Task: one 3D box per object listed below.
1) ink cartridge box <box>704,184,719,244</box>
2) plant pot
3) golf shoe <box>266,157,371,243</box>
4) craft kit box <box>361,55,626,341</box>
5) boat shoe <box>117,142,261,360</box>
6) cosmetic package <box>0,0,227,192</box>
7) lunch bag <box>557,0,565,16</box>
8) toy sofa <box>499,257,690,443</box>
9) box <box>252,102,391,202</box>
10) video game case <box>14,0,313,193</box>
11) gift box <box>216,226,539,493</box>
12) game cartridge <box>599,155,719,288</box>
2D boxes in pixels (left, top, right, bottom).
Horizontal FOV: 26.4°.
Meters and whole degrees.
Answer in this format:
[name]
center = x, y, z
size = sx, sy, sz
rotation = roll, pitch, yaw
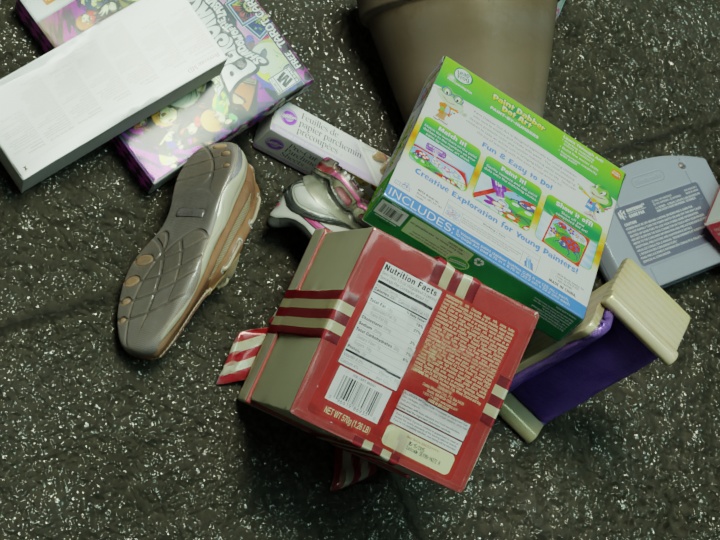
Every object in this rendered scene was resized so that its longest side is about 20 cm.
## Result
[ink cartridge box]
center = 0.469, -0.033, 1.634
size = 0.200, 0.083, 0.145
rotation = 48, 46, -19
[plant pot]
center = 0.104, -0.202, 1.462
size = 0.200, 0.200, 0.174
rotation = -6, 87, -34
[golf shoe]
center = 0.000, 0.000, 1.372
size = 0.092, 0.073, 0.200
rotation = -40, 100, -4
[craft kit box]
center = 0.120, -0.065, 1.320
size = 0.200, 0.049, 0.198
rotation = 32, 49, -8
[boat shoe]
center = -0.133, -0.010, 1.277
size = 0.072, 0.076, 0.200
rotation = 48, 60, -46
[cosmetic package]
center = -0.216, -0.152, 1.269
size = 0.200, 0.051, 0.083
rotation = -33, 86, -18
[lunch bag]
center = 0.156, -0.361, 1.599
size = 0.200, 0.122, 0.170
rotation = 40, 50, -20
[toy sofa]
center = 0.187, 0.083, 1.358
size = 0.083, 0.200, 0.098
rotation = 44, 46, -8
[box]
center = -0.003, -0.092, 1.421
size = 0.200, 0.041, 0.039
rotation = 28, 56, -20
[video game case]
center = -0.169, -0.197, 1.339
size = 0.181, 0.036, 0.200
rotation = -35, 89, -22
[gift box]
center = 0.004, 0.079, 1.253
size = 0.184, 0.187, 0.200
rotation = 32, 81, -15
[game cartridge]
center = 0.309, -0.050, 1.601
size = 0.200, 0.041, 0.133
rotation = -17, 82, -37
